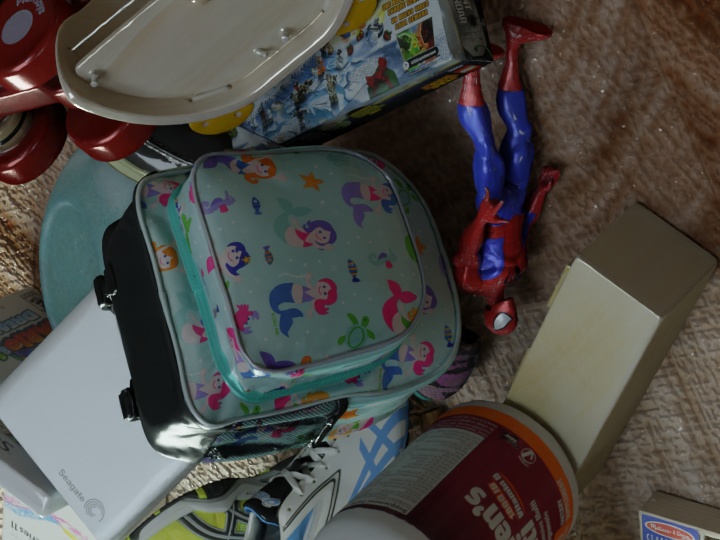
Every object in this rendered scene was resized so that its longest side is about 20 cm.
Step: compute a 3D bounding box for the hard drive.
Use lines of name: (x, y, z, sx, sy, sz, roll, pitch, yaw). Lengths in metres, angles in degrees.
hard drive: (-0.140, 0.068, 1.452, 0.200, 0.027, 0.132, -44, 78, 17)

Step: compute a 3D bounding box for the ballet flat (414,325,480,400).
ballet flat: (0.000, 0.000, 1.437, 0.200, 0.069, 0.071, 41, 117, 5)

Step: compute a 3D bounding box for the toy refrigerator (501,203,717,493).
toy refrigerator: (0.138, 0.059, 1.346, 0.070, 0.076, 0.201, 37, 135, 15)

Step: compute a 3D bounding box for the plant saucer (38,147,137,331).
plant saucer: (-0.186, 0.002, 1.538, 0.201, 0.038, 0.203, 16, 108, 58)

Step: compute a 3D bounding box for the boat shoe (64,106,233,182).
boat shoe: (-0.158, -0.119, 1.476, 0.200, 0.072, 0.066, 34, 139, 24)

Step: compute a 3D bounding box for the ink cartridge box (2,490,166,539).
ink cartridge box: (-0.219, 0.194, 1.732, 0.117, 0.067, 0.201, 27, 131, 23)

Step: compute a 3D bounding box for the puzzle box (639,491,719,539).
puzzle box: (0.269, 0.224, 1.382, 0.199, 0.025, 0.134, 14, 124, 33)

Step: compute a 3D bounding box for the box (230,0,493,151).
box: (-0.014, -0.157, 1.317, 0.199, 0.040, 0.138, -21, 76, 45)

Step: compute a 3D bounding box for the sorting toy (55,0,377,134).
sorting toy: (-0.087, -0.197, 1.299, 0.200, 0.107, 0.181, -36, 48, 19)

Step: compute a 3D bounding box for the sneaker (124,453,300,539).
sneaker: (-0.078, 0.184, 1.510, 0.077, 0.199, 0.075, 63, 158, 17)

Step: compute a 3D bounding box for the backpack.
backpack: (-0.038, 0.012, 1.319, 0.151, 0.199, 0.179, -41, 60, 52)

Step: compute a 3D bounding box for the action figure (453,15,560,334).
action figure: (0.086, -0.049, 1.326, 0.052, 0.065, 0.201, 27, 130, 35)

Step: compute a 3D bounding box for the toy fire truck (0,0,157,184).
toy fire truck: (-0.208, -0.160, 1.423, 0.199, 0.169, 0.112, -10, 146, 34)

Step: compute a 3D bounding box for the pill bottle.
pill bottle: (0.037, 0.170, 1.302, 0.109, 0.200, 0.110, 21, 129, 28)

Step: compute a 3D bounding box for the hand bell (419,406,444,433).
hand bell: (0.080, 0.190, 1.486, 0.104, 0.104, 0.201, -18, 93, 44)

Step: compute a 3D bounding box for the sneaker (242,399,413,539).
sneaker: (-0.031, 0.147, 1.463, 0.072, 0.201, 0.072, 39, 164, -32)

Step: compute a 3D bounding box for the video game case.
video game case: (-0.233, 0.089, 1.584, 0.182, 0.200, 0.024, 33, 117, 18)
